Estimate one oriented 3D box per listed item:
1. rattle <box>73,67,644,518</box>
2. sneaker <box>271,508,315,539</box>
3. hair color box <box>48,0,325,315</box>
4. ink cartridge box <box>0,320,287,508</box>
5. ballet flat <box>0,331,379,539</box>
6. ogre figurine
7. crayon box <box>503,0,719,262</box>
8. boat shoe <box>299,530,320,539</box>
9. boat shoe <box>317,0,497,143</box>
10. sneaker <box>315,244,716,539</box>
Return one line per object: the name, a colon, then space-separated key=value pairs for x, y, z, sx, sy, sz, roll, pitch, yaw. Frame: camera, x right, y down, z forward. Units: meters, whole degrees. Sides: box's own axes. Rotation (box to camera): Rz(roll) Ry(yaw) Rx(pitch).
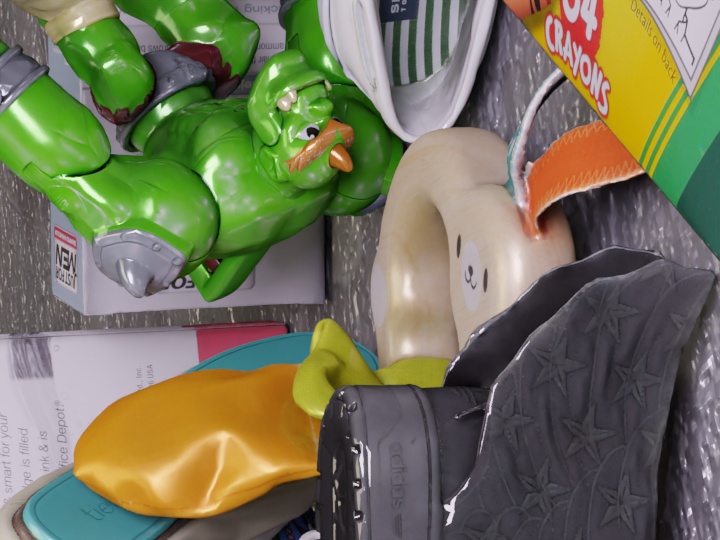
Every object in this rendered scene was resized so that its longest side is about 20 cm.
rattle: x=0.000 y=0.000 z=0.858 sx=0.200 sy=0.142 sz=0.131 roll=117 pitch=164 yaw=-67
sneaker: x=-0.020 y=0.132 z=1.046 sx=0.075 sy=0.078 sz=0.200 roll=-43 pitch=58 yaw=20
hair color box: x=-0.068 y=-0.087 z=1.094 sx=0.061 sy=0.099 sz=0.201 roll=-159 pitch=68 yaw=-69
ink cartridge box: x=-0.129 y=0.101 z=1.143 sx=0.085 sy=0.199 sz=0.146 roll=154 pitch=112 yaw=-69
ballet flat: x=-0.063 y=0.079 z=0.979 sx=0.069 sy=0.200 sz=0.070 roll=14 pitch=114 yaw=33
ogre figurine: x=-0.055 y=-0.060 z=0.967 sx=0.098 sy=0.200 sz=0.120 roll=-35 pitch=80 yaw=24
crayon box: x=0.090 y=-0.121 z=0.684 sx=0.200 sy=0.058 sz=0.173 roll=-122 pitch=34 yaw=-55
boat shoe: x=-0.031 y=0.122 z=0.894 sx=0.202 sy=0.074 sz=0.086 roll=-46 pitch=-24 yaw=-87
boat shoe: x=0.025 y=-0.128 z=0.874 sx=0.200 sy=0.073 sz=0.067 roll=88 pitch=163 yaw=-45
sneaker: x=0.042 y=0.095 z=0.785 sx=0.060 sy=0.104 sz=0.201 roll=-156 pitch=65 yaw=-70
